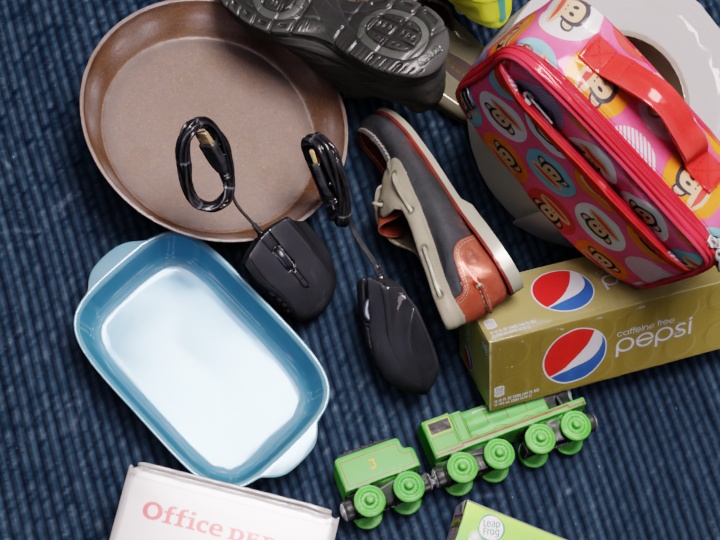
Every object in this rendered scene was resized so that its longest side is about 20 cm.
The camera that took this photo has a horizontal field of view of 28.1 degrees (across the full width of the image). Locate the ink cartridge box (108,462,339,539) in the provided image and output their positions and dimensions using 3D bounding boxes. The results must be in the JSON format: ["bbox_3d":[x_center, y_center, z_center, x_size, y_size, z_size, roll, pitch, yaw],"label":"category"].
[{"bbox_3d":[-0.107,0.242,0.937,0.144,0.085,0.202,15,74,-3],"label":"ink cartridge box"}]

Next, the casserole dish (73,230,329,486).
[{"bbox_3d":[-0.112,0.065,1.014,0.121,0.039,0.200,-42,82,-17],"label":"casserole dish"}]

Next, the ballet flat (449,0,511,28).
[{"bbox_3d":[0.057,-0.244,1.106,0.066,0.067,0.200,-33,45,-6],"label":"ballet flat"}]

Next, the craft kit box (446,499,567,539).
[{"bbox_3d":[0.128,0.286,0.978,0.198,0.049,0.199,22,74,-1],"label":"craft kit box"}]

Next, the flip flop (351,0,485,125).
[{"bbox_3d":[0.036,-0.185,1.098,0.199,0.058,0.081,37,73,3],"label":"flip flop"}]

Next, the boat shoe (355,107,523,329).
[{"bbox_3d":[0.042,-0.041,1.028,0.062,0.071,0.201,-33,53,-1],"label":"boat shoe"}]

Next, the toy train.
[{"bbox_3d":[0.073,0.127,1.021,0.198,0.042,0.057,-18,66,-13],"label":"toy train"}]

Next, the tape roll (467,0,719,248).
[{"bbox_3d":[0.182,-0.118,1.072,0.200,0.071,0.205,2,84,-14],"label":"tape roll"}]

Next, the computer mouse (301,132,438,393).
[{"bbox_3d":[0.000,0.000,1.004,0.034,0.059,0.202,-28,101,-17],"label":"computer mouse"}]

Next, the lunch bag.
[{"bbox_3d":[0.164,-0.083,0.936,0.200,0.176,0.082,46,76,-5],"label":"lunch bag"}]

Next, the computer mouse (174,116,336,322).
[{"bbox_3d":[-0.067,-0.029,0.980,0.059,0.200,0.034,-44,45,-7],"label":"computer mouse"}]

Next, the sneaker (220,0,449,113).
[{"bbox_3d":[-0.023,-0.169,1.053,0.199,0.091,0.076,31,73,22],"label":"sneaker"}]

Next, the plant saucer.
[{"bbox_3d":[-0.107,-0.106,1.052,0.198,0.035,0.202,7,63,-15],"label":"plant saucer"}]

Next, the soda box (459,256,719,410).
[{"bbox_3d":[0.173,0.033,1.036,0.198,0.068,0.064,-14,40,-12],"label":"soda box"}]
